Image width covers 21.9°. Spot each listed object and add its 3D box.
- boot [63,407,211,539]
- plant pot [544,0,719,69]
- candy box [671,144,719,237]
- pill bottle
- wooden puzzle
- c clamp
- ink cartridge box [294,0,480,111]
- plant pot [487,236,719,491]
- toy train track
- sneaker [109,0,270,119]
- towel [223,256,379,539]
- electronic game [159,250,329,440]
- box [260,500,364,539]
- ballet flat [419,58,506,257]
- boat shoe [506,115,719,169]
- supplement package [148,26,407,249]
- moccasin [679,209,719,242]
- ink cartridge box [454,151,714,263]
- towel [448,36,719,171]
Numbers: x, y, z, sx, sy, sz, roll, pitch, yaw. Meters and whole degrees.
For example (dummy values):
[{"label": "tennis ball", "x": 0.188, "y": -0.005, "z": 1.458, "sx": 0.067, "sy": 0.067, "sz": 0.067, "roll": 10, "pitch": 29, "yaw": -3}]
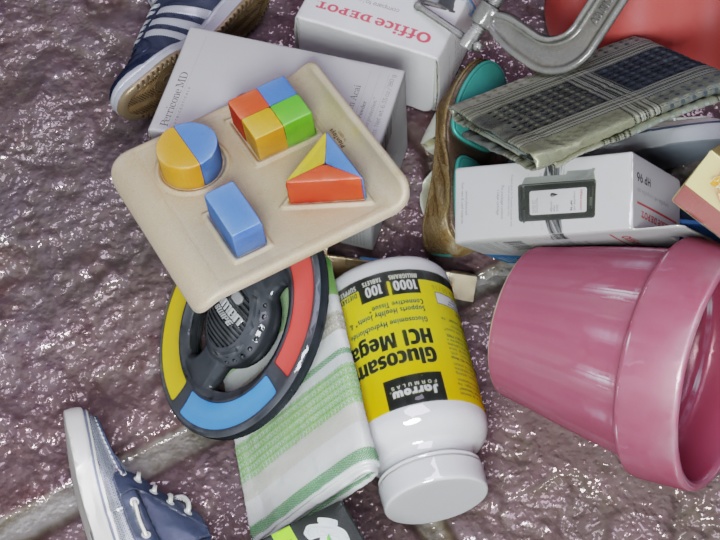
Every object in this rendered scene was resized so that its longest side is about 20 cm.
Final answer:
[{"label": "boot", "x": -0.176, "y": 0.195, "z": 1.497, "sx": 0.090, "sy": 0.073, "sz": 0.200, "roll": -13, "pitch": 67, "yaw": -14}, {"label": "plant pot", "x": 0.270, "y": -0.286, "z": 1.705, "sx": 0.200, "sy": 0.177, "sz": 0.201, "roll": -1, "pitch": 59, "yaw": 2}, {"label": "candy box", "x": 0.331, "y": -0.054, "z": 1.499, "sx": 0.115, "sy": 0.200, "sz": 0.055, "roll": 39, "pitch": 111, "yaw": 12}, {"label": "pill bottle", "x": 0.040, "y": 0.098, "z": 1.515, "sx": 0.112, "sy": 0.112, "sz": 0.200, "roll": -11, "pitch": 60, "yaw": -5}, {"label": "wooden puzzle", "x": -0.087, "y": -0.079, "z": 1.513, "sx": 0.200, "sy": 0.046, "sz": 0.185, "roll": -29, "pitch": 53, "yaw": -9}, {"label": "c clamp", "x": 0.159, "y": -0.261, "z": 1.620, "sx": 0.171, "sy": 0.027, "sz": 0.200, "roll": 45, "pitch": 104, "yaw": 27}, {"label": "ink cartridge box", "x": 0.042, "y": -0.266, "z": 1.755, "sx": 0.147, "sy": 0.086, "sz": 0.200, "roll": 18, "pitch": 60, "yaw": 12}, {"label": "plant pot", "x": 0.210, "y": 0.060, "z": 1.500, "sx": 0.179, "sy": 0.200, "sz": 0.200, "roll": 14, "pitch": 59, "yaw": 28}, {"label": "toy train track", "x": 0.000, "y": 0.000, "z": 1.617, "sx": 0.200, "sy": 0.033, "sz": 0.115, "roll": 8, "pitch": 99, "yaw": -3}, {"label": "sneaker", "x": -0.188, "y": -0.227, "z": 1.746, "sx": 0.108, "sy": 0.070, "sz": 0.200, "roll": 37, "pitch": 60, "yaw": 16}, {"label": "towel", "x": -0.050, "y": 0.107, "z": 1.515, "sx": 0.031, "sy": 0.149, "sz": 0.200, "roll": 19, "pitch": 46, "yaw": -39}, {"label": "electronic game", "x": -0.099, "y": 0.041, "z": 1.536, "sx": 0.200, "sy": 0.042, "sz": 0.200, "roll": -22, "pitch": 58, "yaw": 40}, {"label": "box", "x": -0.066, "y": 0.296, "z": 1.392, "sx": 0.200, "sy": 0.124, "sz": 0.149, "roll": -25, "pitch": 60, "yaw": -12}, {"label": "ballet flat", "x": 0.084, "y": -0.097, "z": 1.662, "sx": 0.068, "sy": 0.072, "sz": 0.200, "roll": 26, "pitch": 57, "yaw": -33}, {"label": "boat shoe", "x": 0.228, "y": -0.134, "z": 1.671, "sx": 0.202, "sy": 0.075, "sz": 0.086, "roll": -8, "pitch": 75, "yaw": 5}, {"label": "supplement package", "x": -0.070, "y": -0.117, "z": 1.646, "sx": 0.200, "sy": 0.120, "sz": 0.121, "roll": 12, "pitch": 61, "yaw": 10}, {"label": "moccasin", "x": 0.290, "y": -0.050, "z": 1.618, "sx": 0.200, "sy": 0.081, "sz": 0.068, "roll": 18, "pitch": 56, "yaw": 11}, {"label": "ink cartridge box", "x": 0.192, "y": -0.051, "z": 1.550, "sx": 0.200, "sy": 0.116, "sz": 0.068, "roll": -3, "pitch": 80, "yaw": 29}, {"label": "towel", "x": 0.193, "y": -0.138, "z": 1.567, "sx": 0.200, "sy": 0.035, "sz": 0.193, "roll": -21, "pitch": 24, "yaw": -12}]
